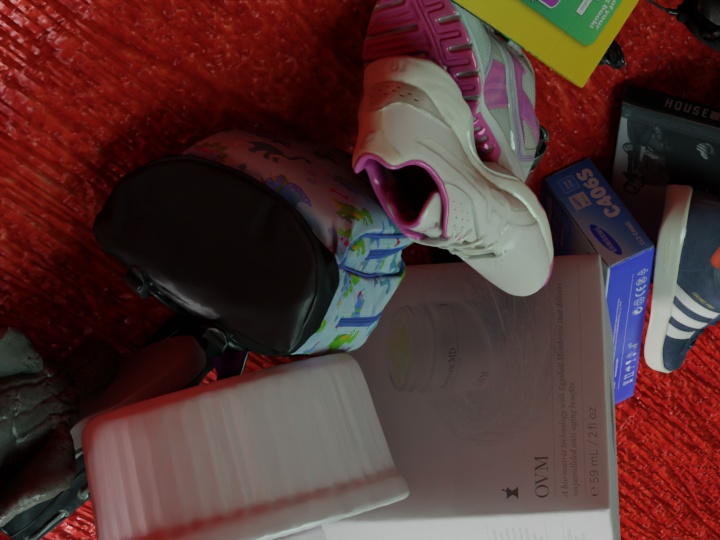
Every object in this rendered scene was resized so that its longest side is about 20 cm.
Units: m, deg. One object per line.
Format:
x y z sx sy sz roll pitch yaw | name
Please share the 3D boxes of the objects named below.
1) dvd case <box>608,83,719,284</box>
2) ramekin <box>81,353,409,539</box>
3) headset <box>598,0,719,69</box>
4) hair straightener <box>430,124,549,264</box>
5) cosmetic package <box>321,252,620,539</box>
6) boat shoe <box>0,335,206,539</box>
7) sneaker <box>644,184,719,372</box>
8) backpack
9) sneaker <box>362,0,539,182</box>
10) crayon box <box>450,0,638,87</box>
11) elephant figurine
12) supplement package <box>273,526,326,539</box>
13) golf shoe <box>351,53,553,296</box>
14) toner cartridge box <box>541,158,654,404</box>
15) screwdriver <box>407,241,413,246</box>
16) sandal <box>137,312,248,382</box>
0.257 -0.048 1.645 0.201 0.149 0.025 90 20 -55 | dvd case
-0.077 0.119 1.365 0.199 0.099 0.200 -15 176 -1 | ramekin
0.245 -0.187 1.462 0.198 0.094 0.124 -13 135 3 | headset
0.081 -0.034 1.575 0.076 0.041 0.201 -11 147 -33 | hair straightener
0.078 0.107 1.546 0.198 0.201 0.123 -4 148 9 | cosmetic package
-0.172 0.119 1.487 0.199 0.072 0.068 -37 108 15 | boat shoe
0.260 0.017 1.647 0.084 0.075 0.201 9 148 9 | sneaker
-0.046 -0.014 1.381 0.154 0.162 0.200 -58 156 -3 | backpack
0.063 -0.124 1.415 0.201 0.081 0.089 68 36 -43 | sneaker
0.131 -0.229 1.307 0.201 0.058 0.172 -56 146 7 | crayon box
-0.234 0.094 1.374 0.199 0.155 0.142 -27 134 -11 | elephant figurine
-0.033 0.169 1.667 0.199 0.120 0.122 -16 147 -29 | supplement package
0.053 -0.040 1.375 0.075 0.092 0.200 -11 133 36 | golf shoe
0.175 0.016 1.684 0.043 0.095 0.201 -24 147 -16 | toner cartridge box
0.000 0.000 1.508 0.199 0.028 0.029 -34 -170 34 | screwdriver
-0.104 0.057 1.518 0.201 0.048 0.075 -47 146 19 | sandal
